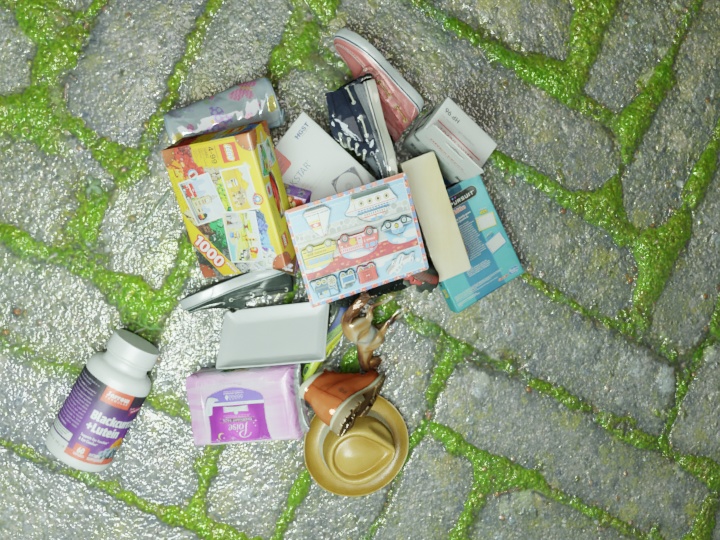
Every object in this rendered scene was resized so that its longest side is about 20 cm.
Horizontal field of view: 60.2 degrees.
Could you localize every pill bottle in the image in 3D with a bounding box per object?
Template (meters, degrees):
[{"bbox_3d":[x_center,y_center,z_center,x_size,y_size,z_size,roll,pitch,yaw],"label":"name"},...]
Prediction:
[{"bbox_3d":[-0.408,0.205,1.000,0.109,0.111,0.204,29,88,-10],"label":"pill bottle"}]

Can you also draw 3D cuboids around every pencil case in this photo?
[{"bbox_3d":[-0.225,-0.247,1.022,0.195,0.084,0.092,-25,59,-10],"label":"pencil case"}]

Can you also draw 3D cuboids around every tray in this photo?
[{"bbox_3d":[-0.143,0.111,1.036,0.193,0.022,0.110,-7,59,15],"label":"tray"}]

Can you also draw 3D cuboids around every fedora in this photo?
[{"bbox_3d":[-0.002,0.316,1.094,0.193,0.082,0.208,-1,93,-11],"label":"fedora"}]

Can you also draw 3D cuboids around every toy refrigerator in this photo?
[{"bbox_3d":[0.122,-0.091,1.054,0.068,0.076,0.206,-19,96,-8],"label":"toy refrigerator"}]

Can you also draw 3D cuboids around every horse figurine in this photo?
[{"bbox_3d":[0.017,0.091,1.060,0.132,0.200,0.050,-44,56,-3],"label":"horse figurine"}]

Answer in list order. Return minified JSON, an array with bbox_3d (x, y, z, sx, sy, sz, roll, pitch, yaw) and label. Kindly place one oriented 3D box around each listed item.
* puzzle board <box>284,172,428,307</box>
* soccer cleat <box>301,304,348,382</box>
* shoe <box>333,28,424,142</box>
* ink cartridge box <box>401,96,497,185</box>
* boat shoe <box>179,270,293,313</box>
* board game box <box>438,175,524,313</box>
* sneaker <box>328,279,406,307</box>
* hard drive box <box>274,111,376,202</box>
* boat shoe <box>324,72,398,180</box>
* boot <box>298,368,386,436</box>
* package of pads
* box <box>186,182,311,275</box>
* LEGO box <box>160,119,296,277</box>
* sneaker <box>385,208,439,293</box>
[{"bbox_3d":[-0.003,-0.045,0.947,0.194,0.017,0.155,-18,102,-6],"label":"puzzle board"},{"bbox_3d":[-0.071,0.137,1.084,0.083,0.064,0.204,18,103,-50],"label":"soccer cleat"},{"bbox_3d":[0.014,-0.316,1.072,0.199,0.071,0.092,40,82,-13],"label":"shoe"},{"bbox_3d":[0.150,-0.214,1.037,0.115,0.200,0.068,40,86,-10],"label":"ink cartridge box"},{"bbox_3d":[-0.206,0.039,1.052,0.194,0.069,0.058,-20,97,-11],"label":"boat shoe"},{"bbox_3d":[0.189,-0.051,1.129,0.148,0.047,0.204,-28,97,-7],"label":"board game box"},{"bbox_3d":[0.000,0.000,1.066,0.195,0.088,0.077,-10,137,-32],"label":"sneaker"},{"bbox_3d":[-0.074,-0.137,1.063,0.199,0.077,0.157,39,85,-9],"label":"hard drive box"},{"bbox_3d":[0.002,-0.211,1.022,0.090,0.075,0.207,-15,90,-3],"label":"boat shoe"},{"bbox_3d":[-0.025,0.195,1.039,0.106,0.199,0.077,30,106,19],"label":"boot"},{"bbox_3d":[-0.185,0.221,1.031,0.193,0.076,0.125,-7,94,13],"label":"package of pads"},{"bbox_3d":[-0.184,-0.086,1.009,0.194,0.039,0.140,16,120,5],"label":"box"},{"bbox_3d":[-0.190,-0.104,0.933,0.144,0.078,0.206,-7,115,16],"label":"LEGO box"},{"bbox_3d":[0.065,-0.056,0.998,0.201,0.071,0.098,46,111,-1],"label":"sneaker"}]
